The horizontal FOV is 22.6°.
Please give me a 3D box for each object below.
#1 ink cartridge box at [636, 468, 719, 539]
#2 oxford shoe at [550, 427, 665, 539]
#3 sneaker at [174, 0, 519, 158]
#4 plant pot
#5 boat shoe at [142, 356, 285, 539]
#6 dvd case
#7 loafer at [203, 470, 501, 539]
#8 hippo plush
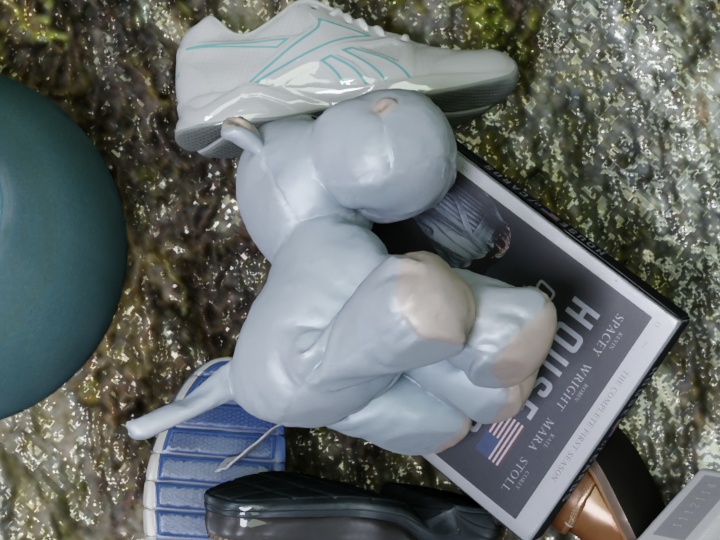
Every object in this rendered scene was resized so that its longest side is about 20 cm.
[{"bbox_3d":[0.169,0.235,0.944,0.200,0.045,0.177,-40,116,-31],"label":"ink cartridge box"},{"bbox_3d":[0.117,0.118,1.005,0.071,0.071,0.201,-34,88,22],"label":"oxford shoe"},{"bbox_3d":[-0.009,-0.117,1.017,0.198,0.071,0.081,-5,72,-8],"label":"sneaker"},{"bbox_3d":[-0.226,-0.023,0.952,0.198,0.135,0.202,1,81,-5],"label":"plant pot"},{"bbox_3d":[-0.085,0.148,0.970,0.071,0.072,0.202,10,82,-3],"label":"boat shoe"},{"bbox_3d":[0.055,0.026,0.965,0.200,0.025,0.151,38,110,18],"label":"dvd case"},{"bbox_3d":[-0.002,0.148,0.936,0.199,0.072,0.073,14,89,-42],"label":"loafer"},{"bbox_3d":[0.000,0.000,0.920,0.199,0.159,0.162,-22,61,26],"label":"hippo plush"}]
